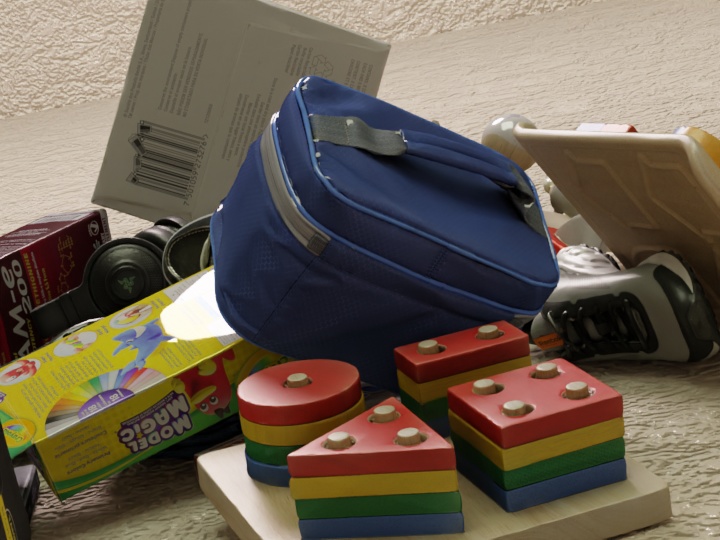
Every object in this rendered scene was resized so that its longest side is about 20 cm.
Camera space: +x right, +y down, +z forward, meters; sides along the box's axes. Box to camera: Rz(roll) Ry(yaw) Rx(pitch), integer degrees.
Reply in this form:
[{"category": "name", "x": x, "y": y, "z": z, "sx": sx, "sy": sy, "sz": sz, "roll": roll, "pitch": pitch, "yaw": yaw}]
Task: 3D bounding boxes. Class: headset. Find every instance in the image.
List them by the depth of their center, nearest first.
[{"category": "headset", "x": -0.147, "y": 0.014, "z": 1.485, "sx": 0.200, "sy": 0.094, "sz": 0.123, "roll": -25, "pitch": 3, "yaw": 26}]

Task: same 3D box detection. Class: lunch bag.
[{"category": "lunch bag", "x": 0.025, "y": -0.019, "z": 1.193, "sx": 0.200, "sy": 0.132, "sz": 0.136, "roll": 20, "pitch": 35, "yaw": -25}]

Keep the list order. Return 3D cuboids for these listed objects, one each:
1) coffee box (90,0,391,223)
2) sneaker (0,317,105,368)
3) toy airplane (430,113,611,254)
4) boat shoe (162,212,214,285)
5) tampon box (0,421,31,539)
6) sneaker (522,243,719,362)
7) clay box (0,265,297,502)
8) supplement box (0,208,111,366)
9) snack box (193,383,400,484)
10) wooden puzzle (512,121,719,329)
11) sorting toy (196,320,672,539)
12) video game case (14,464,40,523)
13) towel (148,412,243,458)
[{"category": "coffee box", "x": -0.097, "y": -0.127, "z": 1.695, "sx": 0.199, "sy": 0.200, "sz": 0.198, "roll": 17, "pitch": 6, "yaw": -3}, {"category": "sneaker", "x": -0.219, "y": 0.082, "z": 1.362, "sx": 0.200, "sy": 0.076, "sz": 0.079, "roll": -21, "pitch": 11, "yaw": -26}, {"category": "toy airplane", "x": 0.110, "y": -0.044, "z": 1.471, "sx": 0.198, "sy": 0.142, "sz": 0.200, "roll": 10, "pitch": 0, "yaw": 3}, {"category": "boat shoe", "x": -0.073, "y": -0.008, "z": 1.342, "sx": 0.200, "sy": 0.072, "sz": 0.071, "roll": 1, "pitch": -4, "yaw": 44}, {"category": "tampon box", "x": -0.279, "y": 0.126, "z": 1.021, "sx": 0.199, "sy": 0.150, "sz": 0.126, "roll": -13, "pitch": 25, "yaw": -4}, {"category": "sneaker", "x": 0.161, "y": 0.032, "z": 1.290, "sx": 0.079, "sy": 0.074, "sz": 0.200, "roll": -29, "pitch": 14, "yaw": -21}, {"category": "clay box", "x": -0.141, "y": 0.069, "z": 1.229, "sx": 0.200, "sy": 0.048, "sz": 0.115, "roll": -27, "pitch": 27, "yaw": -14}, {"category": "supplement box", "x": -0.262, "y": 0.030, "z": 1.552, "sx": 0.061, "sy": 0.109, "sz": 0.200, "roll": -4, "pitch": 16, "yaw": 29}, {"category": "snack box", "x": -0.001, "y": 0.095, "z": 1.234, "sx": 0.200, "sy": 0.024, "sz": 0.072, "roll": -21, "pitch": 18, "yaw": -35}, {"category": "wooden puzzle", "x": 0.207, "y": -0.030, "z": 1.260, "sx": 0.046, "sy": 0.185, "sz": 0.200, "roll": -49, "pitch": 27, "yaw": -13}, {"category": "sorting toy", "x": 0.029, "y": 0.092, "z": 1.070, "sx": 0.198, "sy": 0.070, "sz": 0.200, "roll": -13, "pitch": 18, "yaw": -17}, {"category": "video game case", "x": -0.266, "y": 0.164, "z": 1.181, "sx": 0.142, "sy": 0.019, "sz": 0.200, "roll": -11, "pitch": 12, "yaw": -2}, {"category": "towel", "x": -0.085, "y": 0.076, "z": 1.338, "sx": 0.111, "sy": 0.049, "sz": 0.200, "roll": -5, "pitch": 15, "yaw": 26}]
